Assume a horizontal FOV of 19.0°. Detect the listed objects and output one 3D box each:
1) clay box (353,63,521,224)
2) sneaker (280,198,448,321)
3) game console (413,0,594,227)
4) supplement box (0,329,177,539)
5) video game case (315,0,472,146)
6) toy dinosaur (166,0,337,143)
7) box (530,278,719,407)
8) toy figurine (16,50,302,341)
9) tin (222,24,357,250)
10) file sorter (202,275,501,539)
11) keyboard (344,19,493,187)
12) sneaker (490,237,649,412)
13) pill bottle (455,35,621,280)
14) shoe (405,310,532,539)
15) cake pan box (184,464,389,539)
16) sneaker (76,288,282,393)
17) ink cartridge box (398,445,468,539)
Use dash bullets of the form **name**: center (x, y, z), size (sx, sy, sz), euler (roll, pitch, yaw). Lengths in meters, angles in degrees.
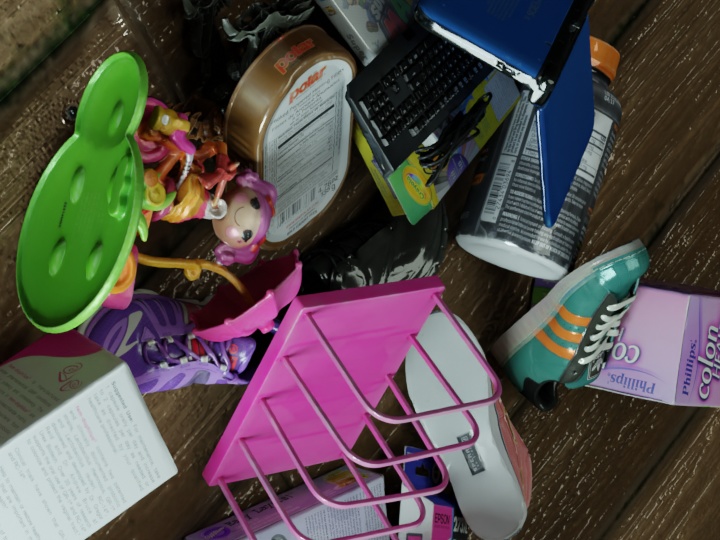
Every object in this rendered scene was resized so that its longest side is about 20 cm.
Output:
- **clay box**: center (0.050, -0.132, 1.721), size (0.200, 0.047, 0.115), euler (-50, 120, -43)
- **sneaker**: center (0.000, 0.000, 1.720), size (0.091, 0.076, 0.201), euler (43, 66, -36)
- **game console**: center (0.117, -0.155, 1.679), size (0.119, 0.170, 0.200), euler (-61, 180, 31)
- **supplement box**: center (-0.241, 0.139, 1.460), size (0.199, 0.101, 0.104), euler (-35, 121, -20)
- **video game case**: center (0.029, -0.210, 1.664), size (0.200, 0.018, 0.144), euler (51, 46, -28)
- **toy dinosaur**: center (-0.084, -0.142, 1.602), size (0.200, 0.101, 0.137), euler (-51, 150, -54)
- **box**: center (0.278, 0.062, 1.928), size (0.199, 0.175, 0.097), euler (5, 94, -44)
- **toy figurine**: center (-0.121, -0.031, 1.525), size (0.183, 0.150, 0.202), euler (19, 80, -36)
- **tin**: center (-0.051, -0.096, 1.608), size (0.112, 0.042, 0.201), euler (-43, 155, -30)
- **file sorter**: center (-0.002, 0.124, 1.622), size (0.138, 0.126, 0.201), euler (-8, 140, -38)
- **keyboard**: center (0.066, -0.141, 1.644), size (0.200, 0.039, 0.105), euler (-47, 116, -45)
- **sneaker**: center (0.191, 0.048, 1.823), size (0.071, 0.200, 0.080), euler (-24, 74, -41)
- **pill bottle**: center (0.159, -0.102, 1.832), size (0.106, 0.106, 0.201), euler (27, 78, -43)
- **shoe**: center (0.094, 0.130, 1.842), size (0.091, 0.071, 0.201), euler (-18, 89, -80)
- **cake pan box**: center (-0.048, 0.280, 1.737), size (0.183, 0.052, 0.202), euler (-21, 111, -38)
- **sneaker**: center (-0.125, 0.053, 1.598), size (0.199, 0.083, 0.081), euler (-8, 102, -42)
- **ink cartridge box**: center (0.058, 0.251, 1.804), size (0.095, 0.037, 0.202), euler (22, 68, -67)
